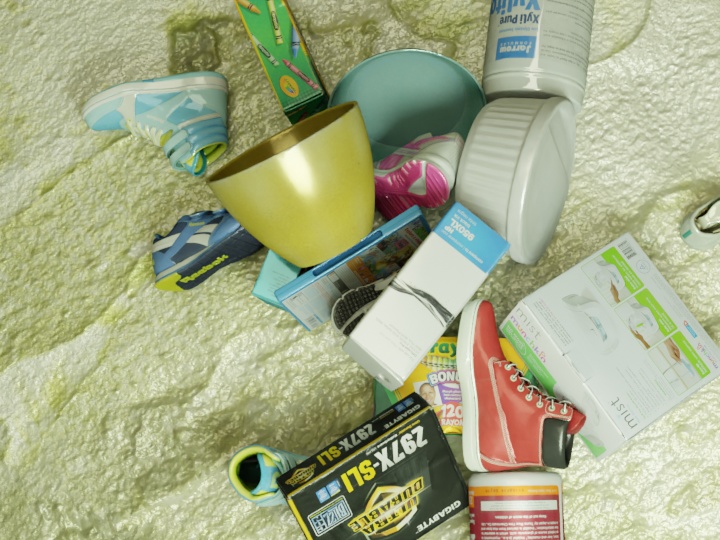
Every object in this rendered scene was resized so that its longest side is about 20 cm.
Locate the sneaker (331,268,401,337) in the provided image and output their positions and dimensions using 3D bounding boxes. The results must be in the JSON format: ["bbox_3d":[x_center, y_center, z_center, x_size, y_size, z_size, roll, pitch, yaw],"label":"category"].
[{"bbox_3d":[0.050,0.030,1.640,0.199,0.080,0.074,-18,86,-13],"label":"sneaker"}]

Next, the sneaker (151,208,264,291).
[{"bbox_3d":[-0.187,-0.047,1.671,0.199,0.074,0.083,-26,65,19],"label":"sneaker"}]

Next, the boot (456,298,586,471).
[{"bbox_3d":[0.188,0.129,1.521,0.143,0.072,0.202,-7,86,27],"label":"boot"}]

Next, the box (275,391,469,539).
[{"bbox_3d":[0.019,0.259,1.547,0.199,0.049,0.160,-30,119,-12],"label":"box"}]

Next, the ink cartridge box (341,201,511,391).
[{"bbox_3d":[0.072,0.033,1.523,0.084,0.145,0.200,38,80,3],"label":"ink cartridge box"}]

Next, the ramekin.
[{"bbox_3d":[0.185,-0.115,1.584,0.094,0.202,0.204,15,83,22],"label":"ramekin"}]

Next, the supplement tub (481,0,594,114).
[{"bbox_3d":[0.223,-0.301,1.636,0.131,0.132,0.202,6,80,10],"label":"supplement tub"}]

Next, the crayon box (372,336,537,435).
[{"bbox_3d":[0.117,0.142,1.614,0.198,0.058,0.120,1,81,9],"label":"crayon box"}]

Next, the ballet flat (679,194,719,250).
[{"bbox_3d":[0.479,-0.088,1.595,0.199,0.069,0.070,-30,77,2],"label":"ballet flat"}]

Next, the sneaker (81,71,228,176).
[{"bbox_3d":[-0.264,-0.179,1.717,0.198,0.080,0.132,-11,78,8],"label":"sneaker"}]

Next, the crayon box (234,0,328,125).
[{"bbox_3d":[-0.100,-0.282,1.681,0.058,0.119,0.201,-25,78,4],"label":"crayon box"}]

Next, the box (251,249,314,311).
[{"bbox_3d":[-0.071,-0.048,1.663,0.049,0.082,0.201,21,85,11],"label":"box"}]

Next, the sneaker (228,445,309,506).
[{"bbox_3d":[-0.067,0.257,1.579,0.198,0.131,0.080,6,82,7],"label":"sneaker"}]

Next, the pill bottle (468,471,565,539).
[{"bbox_3d":[0.184,0.338,1.543,0.112,0.113,0.202,-3,80,8],"label":"pill bottle"}]

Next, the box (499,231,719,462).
[{"bbox_3d":[0.296,0.088,1.545,0.176,0.097,0.200,-31,77,-23],"label":"box"}]

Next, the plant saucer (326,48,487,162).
[{"bbox_3d":[0.057,-0.202,1.635,0.198,0.201,0.036,-8,46,7],"label":"plant saucer"}]

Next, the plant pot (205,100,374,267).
[{"bbox_3d":[-0.060,-0.089,1.546,0.199,0.200,0.143,-27,102,3],"label":"plant pot"}]

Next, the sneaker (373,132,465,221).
[{"bbox_3d":[0.071,-0.117,1.618,0.088,0.200,0.082,-43,108,-26],"label":"sneaker"}]

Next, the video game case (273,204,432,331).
[{"bbox_3d":[0.000,0.000,1.613,0.199,0.143,0.018,-31,68,2],"label":"video game case"}]
